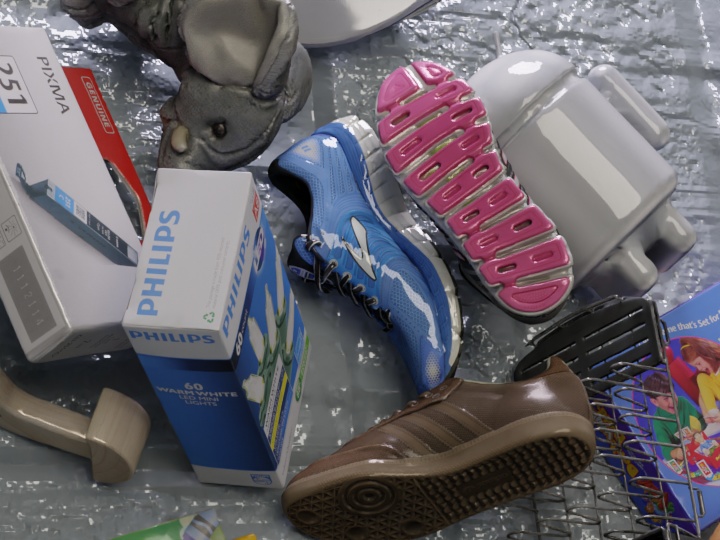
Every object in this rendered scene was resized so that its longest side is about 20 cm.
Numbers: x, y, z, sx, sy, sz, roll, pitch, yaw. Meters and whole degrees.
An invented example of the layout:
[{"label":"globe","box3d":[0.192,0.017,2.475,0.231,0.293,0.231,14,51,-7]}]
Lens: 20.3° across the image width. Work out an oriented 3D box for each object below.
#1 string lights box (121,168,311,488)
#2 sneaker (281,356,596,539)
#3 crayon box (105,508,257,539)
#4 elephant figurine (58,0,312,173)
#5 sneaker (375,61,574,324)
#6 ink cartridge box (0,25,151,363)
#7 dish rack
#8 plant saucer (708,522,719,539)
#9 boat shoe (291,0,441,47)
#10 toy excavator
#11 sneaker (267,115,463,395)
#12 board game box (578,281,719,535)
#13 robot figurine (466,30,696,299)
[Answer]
[{"label":"string lights box","box3d":[-0.080,0.038,1.174,0.058,0.201,0.104,4,61,11]},{"label":"sneaker","box3d":[0.048,0.110,1.238,0.198,0.071,0.076,-14,43,11]},{"label":"crayon box","box3d":[-0.099,0.237,1.158,0.125,0.052,0.201,-14,70,-26]},{"label":"elephant figurine","box3d":[-0.089,-0.132,1.299,0.201,0.155,0.141,53,35,8]},{"label":"sneaker","box3d":[0.073,-0.043,1.284,0.073,0.088,0.201,-32,66,-3]},{"label":"ink cartridge box","box3d":[-0.168,-0.050,1.205,0.176,0.045,0.201,-6,67,-58]},{"label":"dish rack","box3d":[0.140,0.118,1.254,0.054,0.153,0.202,14,58,-38]},{"label":"plant saucer","box3d":[0.253,0.237,1.253,0.199,0.037,0.202,15,72,-52]},{"label":"boat shoe","box3d":[0.023,-0.208,1.414,0.199,0.066,0.072,-30,81,-8]},{"label":"toy excavator","box3d":[-0.240,0.052,1.174,0.193,0.200,0.101,1,57,26]},{"label":"sneaker","box3d":[0.000,0.000,1.308,0.089,0.079,0.201,-22,68,-17]},{"label":"board game box","box3d":[0.251,0.084,1.371,0.199,0.045,0.135,-27,77,-29]},{"label":"robot figurine","box3d":[0.134,-0.067,1.359,0.169,0.113,0.200,-40,84,-23]}]
